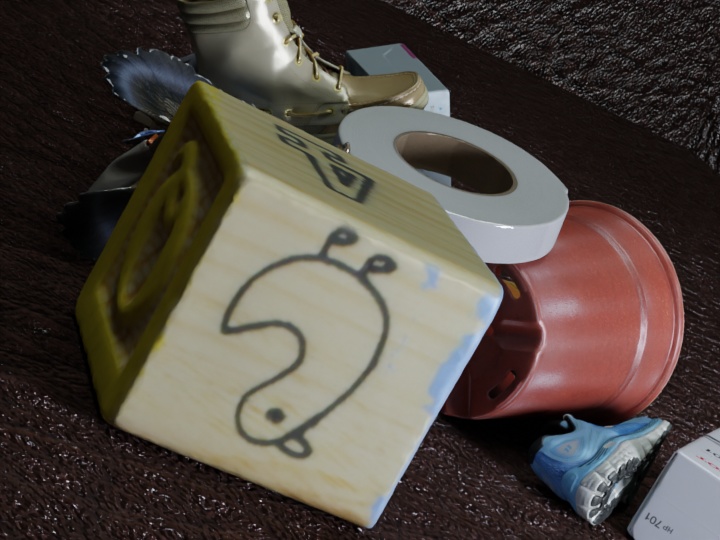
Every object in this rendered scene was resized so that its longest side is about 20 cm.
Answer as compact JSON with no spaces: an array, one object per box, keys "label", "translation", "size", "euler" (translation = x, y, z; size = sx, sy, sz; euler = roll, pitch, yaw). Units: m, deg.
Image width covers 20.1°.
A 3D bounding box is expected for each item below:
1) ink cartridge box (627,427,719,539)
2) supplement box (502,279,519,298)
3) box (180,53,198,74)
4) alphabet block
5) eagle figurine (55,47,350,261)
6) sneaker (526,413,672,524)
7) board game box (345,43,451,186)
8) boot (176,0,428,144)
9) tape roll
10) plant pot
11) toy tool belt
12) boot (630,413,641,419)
[{"label":"ink cartridge box","translation":[0.322,0.210,1.687],"size":[0.146,0.086,0.200],"euler":[34,12,17]},{"label":"supplement box","translation":[0.183,0.061,1.975],"size":[0.200,0.069,0.067],"euler":[17,20,-51]},{"label":"box","translation":[-0.114,-0.160,2.019],"size":[0.158,0.049,0.200],"euler":[25,-12,-23]},{"label":"alphabet block","translation":[-0.054,0.020,1.351],"size":[0.199,0.196,0.196],"euler":[23,13,-22]},{"label":"eagle figurine","translation":[-0.110,-0.073,1.536],"size":[0.199,0.151,0.152],"euler":[12,42,11]},{"label":"sneaker","translation":[0.194,0.144,1.673],"size":[0.090,0.079,0.200],"euler":[31,13,18]},{"label":"board game box","translation":[0.038,-0.101,1.974],"size":[0.064,0.201,0.148],"euler":[-8,26,-13]},{"label":"boot","translation":[-0.049,-0.186,1.732],"size":[0.199,0.156,0.073],"euler":[-8,26,5]},{"label":"tape roll","translation":[0.072,-0.072,1.649],"size":[0.202,0.037,0.203],"euler":[16,26,-8]},{"label":"plant pot","translation":[0.139,0.044,1.714],"size":[0.201,0.202,0.195],"euler":[37,24,29]},{"label":"toy tool belt","translation":[-0.141,-0.082,1.682],"size":[0.125,0.123,0.200],"euler":[32,13,9]},{"label":"boot","translation":[0.218,0.059,1.837],"size":[0.107,0.201,0.075],"euler":[29,44,18]}]
